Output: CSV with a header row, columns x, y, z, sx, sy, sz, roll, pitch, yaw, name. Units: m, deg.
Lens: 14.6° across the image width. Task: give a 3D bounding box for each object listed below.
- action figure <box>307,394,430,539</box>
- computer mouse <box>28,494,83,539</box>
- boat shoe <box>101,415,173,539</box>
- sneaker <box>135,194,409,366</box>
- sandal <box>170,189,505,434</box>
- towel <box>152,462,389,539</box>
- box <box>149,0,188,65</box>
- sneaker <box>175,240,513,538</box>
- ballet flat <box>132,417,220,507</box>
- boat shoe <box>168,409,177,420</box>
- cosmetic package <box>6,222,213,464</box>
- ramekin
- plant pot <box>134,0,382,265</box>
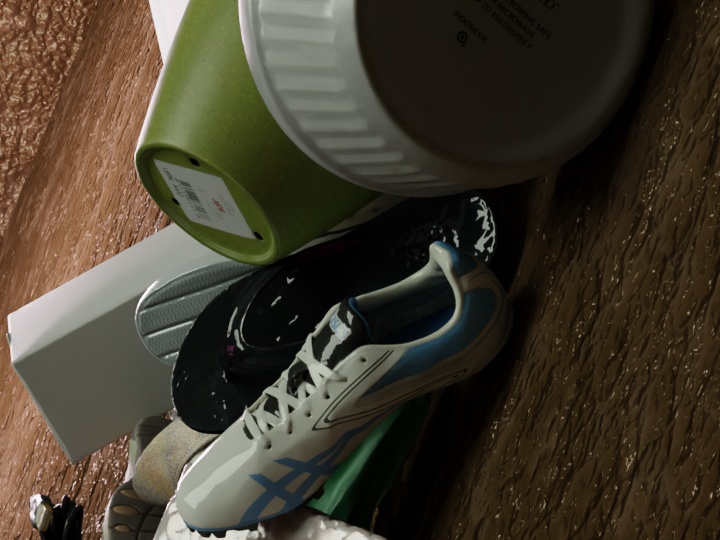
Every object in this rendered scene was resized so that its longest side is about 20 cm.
x,y,z,sx,sy,sz,roll,pitch,yaw,name
-0.018,0.116,1.484,0.118,0.055,0.200,33,93,32,action figure
-0.159,0.206,1.682,0.200,0.046,0.141,-117,10,-76,computer mouse
-0.120,0.160,1.683,0.200,0.075,0.072,-76,6,-68,boat shoe
-0.024,0.006,1.539,0.071,0.199,0.073,-67,-38,-69,sneaker
-0.021,0.014,1.463,0.200,0.048,0.076,-33,67,10,sandal
-0.053,0.209,1.415,0.200,0.032,0.192,18,86,46,towel
-0.083,-0.118,1.711,0.200,0.036,0.145,-134,29,-59,box
-0.016,0.057,1.409,0.200,0.073,0.072,-37,35,2,sneaker
-0.051,0.095,1.571,0.200,0.068,0.067,-36,39,25,ballet flat
-0.081,0.096,1.826,0.200,0.071,0.070,-148,52,-69,boat shoe
-0.120,0.027,1.793,0.200,0.085,0.108,-30,19,3,cosmetic package
0.049,-0.130,1.353,0.094,0.202,0.203,22,92,65,ramekin
-0.025,-0.105,1.488,0.200,0.187,0.187,-53,6,-24,plant pot
